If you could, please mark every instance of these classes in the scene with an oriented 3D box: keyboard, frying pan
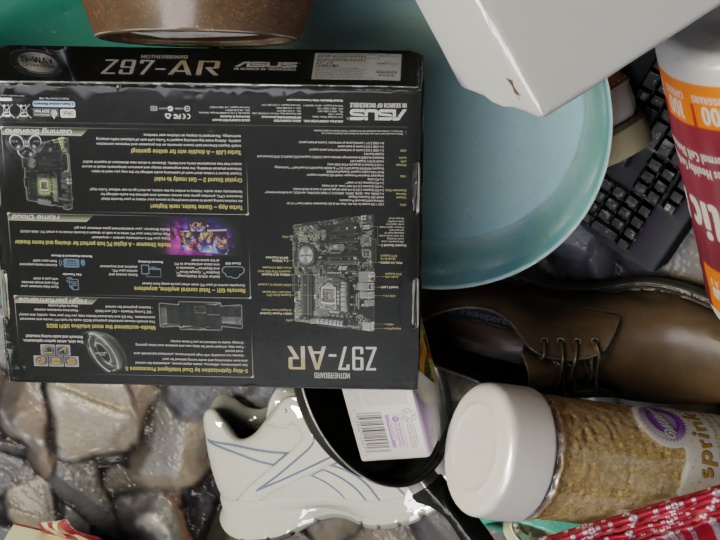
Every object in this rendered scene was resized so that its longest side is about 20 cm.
[{"bbox_3d":[0.185,-0.074,1.228,0.127,0.021,0.200,31,128,3],"label":"keyboard"},{"bbox_3d":[0.029,0.084,1.317,0.031,0.115,0.190,-23,123,40],"label":"frying pan"}]

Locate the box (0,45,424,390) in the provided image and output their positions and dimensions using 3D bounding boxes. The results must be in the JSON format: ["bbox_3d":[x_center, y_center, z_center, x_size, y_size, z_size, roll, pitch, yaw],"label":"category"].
[{"bbox_3d":[-0.070,-0.023,1.153,0.200,0.044,0.160,0,118,2],"label":"box"}]

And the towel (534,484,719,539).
[{"bbox_3d":[0.179,0.156,1.271,0.200,0.023,0.145,-18,145,5],"label":"towel"}]

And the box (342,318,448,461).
[{"bbox_3d":[0.000,0.000,1.216,0.041,0.039,0.200,-7,115,21],"label":"box"}]

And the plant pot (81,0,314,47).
[{"bbox_3d":[-0.073,-0.203,1.104,0.187,0.187,0.200,2,90,22],"label":"plant pot"}]

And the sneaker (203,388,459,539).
[{"bbox_3d":[-0.008,0.098,1.388,0.200,0.075,0.087,-13,109,28],"label":"sneaker"}]

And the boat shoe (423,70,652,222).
[{"bbox_3d":[0.050,-0.069,1.261,0.200,0.075,0.069,-17,101,28],"label":"boat shoe"}]

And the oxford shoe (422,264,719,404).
[{"bbox_3d":[0.119,0.046,1.292,0.200,0.084,0.073,7,121,17],"label":"oxford shoe"}]

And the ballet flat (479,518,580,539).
[{"bbox_3d":[0.148,0.174,1.363,0.200,0.070,0.067,36,166,1],"label":"ballet flat"}]

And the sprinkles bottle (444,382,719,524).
[{"bbox_3d":[0.143,0.102,1.263,0.200,0.068,0.068,9,133,-28],"label":"sprinkles bottle"}]

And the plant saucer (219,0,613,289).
[{"bbox_3d":[0.028,-0.085,1.199,0.200,0.027,0.200,8,119,15],"label":"plant saucer"}]

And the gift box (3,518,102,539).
[{"bbox_3d":[-0.145,0.260,1.469,0.184,0.187,0.200,13,140,17],"label":"gift box"}]

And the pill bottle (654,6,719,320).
[{"bbox_3d":[0.211,-0.035,1.159,0.114,0.114,0.200,-4,118,25],"label":"pill bottle"}]

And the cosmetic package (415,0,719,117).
[{"bbox_3d":[0.128,-0.154,1.086,0.200,0.101,0.071,-33,109,-9],"label":"cosmetic package"}]

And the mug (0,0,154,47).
[{"bbox_3d":[-0.136,-0.055,1.275,0.152,0.185,0.114,-5,154,9],"label":"mug"}]
